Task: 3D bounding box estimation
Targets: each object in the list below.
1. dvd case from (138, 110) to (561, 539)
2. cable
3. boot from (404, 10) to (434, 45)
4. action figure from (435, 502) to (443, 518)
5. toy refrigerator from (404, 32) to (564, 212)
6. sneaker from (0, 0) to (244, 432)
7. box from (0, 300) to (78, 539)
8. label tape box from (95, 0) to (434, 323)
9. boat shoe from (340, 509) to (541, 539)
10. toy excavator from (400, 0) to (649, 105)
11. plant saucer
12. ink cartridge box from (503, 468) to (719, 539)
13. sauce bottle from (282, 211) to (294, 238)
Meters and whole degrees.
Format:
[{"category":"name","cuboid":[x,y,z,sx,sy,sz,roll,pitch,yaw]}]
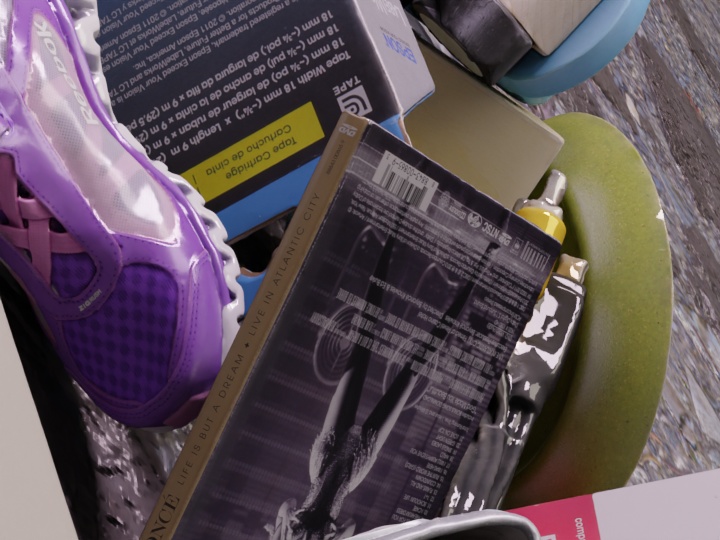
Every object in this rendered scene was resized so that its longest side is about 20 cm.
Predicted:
[{"category":"dvd case","cuboid":[-0.009,0.059,0.806,0.016,0.200,0.149,24,-2,33]},{"category":"cable","cuboid":[0.047,0.056,0.946,0.050,0.097,0.200,23,51,6]},{"category":"boot","cuboid":[0.008,-0.120,1.226,0.200,0.076,0.168,56,9,-49]},{"category":"action figure","cuboid":[0.009,0.095,0.955,0.130,0.069,0.200,66,22,-9]},{"category":"toy refrigerator","cuboid":[-0.017,-0.088,1.019,0.200,0.070,0.076,33,7,-13]},{"category":"sneaker","cuboid":[-0.115,-0.033,0.806,0.088,0.080,0.201,1,57,-61]},{"category":"box","cuboid":[-0.119,0.085,0.626,0.082,0.068,0.200,25,40,-61]},{"category":"label tape box","cuboid":[-0.054,-0.071,0.898,0.063,0.144,0.201,22,44,-64]},{"category":"boat shoe","cuboid":[-0.026,0.124,0.720,0.202,0.065,0.075,-20,77,-41]},{"category":"toy excavator","cuboid":[0.063,-0.125,1.049,0.194,0.100,0.200,42,-3,38]},{"category":"plant saucer","cuboid":[0.074,0.026,1.073,0.031,0.200,0.200,7,49,-27]},{"category":"ink cartridge box","cuboid":[0.167,0.160,1.002,0.084,0.199,0.145,-95,172,-50]},{"category":"sauce bottle","cuboid":[0.000,0.000,0.990,0.065,0.065,0.200,63,-4,6]}]
